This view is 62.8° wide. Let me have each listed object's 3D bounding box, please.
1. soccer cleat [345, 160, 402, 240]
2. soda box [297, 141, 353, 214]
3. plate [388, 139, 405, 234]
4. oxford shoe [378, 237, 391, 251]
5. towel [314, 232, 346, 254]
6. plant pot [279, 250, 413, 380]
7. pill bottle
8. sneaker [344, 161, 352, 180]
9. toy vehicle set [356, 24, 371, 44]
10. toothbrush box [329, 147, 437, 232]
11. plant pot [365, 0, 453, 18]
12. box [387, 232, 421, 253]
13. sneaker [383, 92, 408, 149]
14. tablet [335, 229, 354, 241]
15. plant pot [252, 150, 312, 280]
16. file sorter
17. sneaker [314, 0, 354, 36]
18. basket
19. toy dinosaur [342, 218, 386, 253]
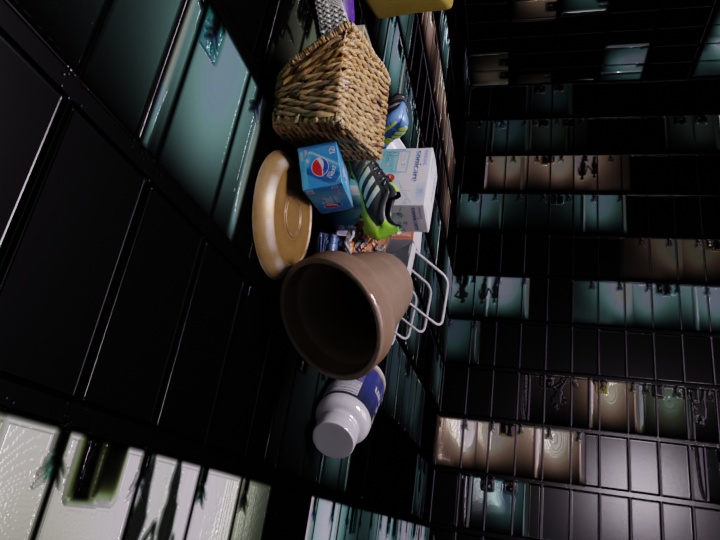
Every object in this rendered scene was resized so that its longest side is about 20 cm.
[{"bbox_3d":[0.028,-0.157,1.063,0.067,0.080,0.203,-9,86,-64],"label":"soccer cleat"},{"bbox_3d":[-0.054,-0.148,0.977,0.200,0.063,0.069,54,27,-84],"label":"soda box"},{"bbox_3d":[0.067,-0.209,1.350,0.201,0.032,0.200,53,47,-14],"label":"plate"},{"bbox_3d":[0.021,-0.026,1.342,0.071,0.070,0.204,-4,105,-62],"label":"oxford shoe"},{"bbox_3d":[-0.057,0.032,1.110,0.111,0.048,0.204,2,90,-74],"label":"towel"},{"bbox_3d":[-0.004,0.050,0.952,0.174,0.198,0.204,-28,121,-51],"label":"plant pot"},{"bbox_3d":[-0.024,0.268,1.152,0.200,0.109,0.113,-56,145,-61],"label":"pill bottle"},{"bbox_3d":[-0.034,-0.267,1.108,0.079,0.073,0.204,42,52,-63],"label":"sneaker"},{"bbox_3d":[-0.001,-0.405,1.282,0.124,0.026,0.204,47,48,-69],"label":"toy vehicle set"},{"bbox_3d":[0.045,-0.160,1.170,0.086,0.197,0.148,70,28,-54],"label":"toothbrush box"},{"bbox_3d":[0.084,-0.689,1.274,0.199,0.192,0.198,-3,96,-65],"label":"plant pot"},{"bbox_3d":[0.092,-0.154,1.477,0.098,0.122,0.203,52,42,-66],"label":"box"},{"bbox_3d":[0.036,-0.290,1.172,0.199,0.070,0.084,-16,-119,60],"label":"sneaker"},{"bbox_3d":[-0.016,-0.080,1.305,0.201,0.013,0.132,-67,154,-52],"label":"tablet"},{"bbox_3d":[-0.115,-0.085,0.925,0.200,0.027,0.204,3,90,-74],"label":"plant pot"},{"bbox_3d":[0.068,0.066,1.229,0.124,0.199,0.140,37,47,-25],"label":"file sorter"},{"bbox_3d":[-0.047,-0.501,1.045,0.100,0.068,0.203,-77,166,-54],"label":"sneaker"},{"bbox_3d":[-0.048,-0.268,0.916,0.200,0.140,0.152,15,81,-68],"label":"basket"},{"bbox_3d":[0.000,0.000,1.100,0.136,0.101,0.202,44,69,-40],"label":"toy dinosaur"}]
